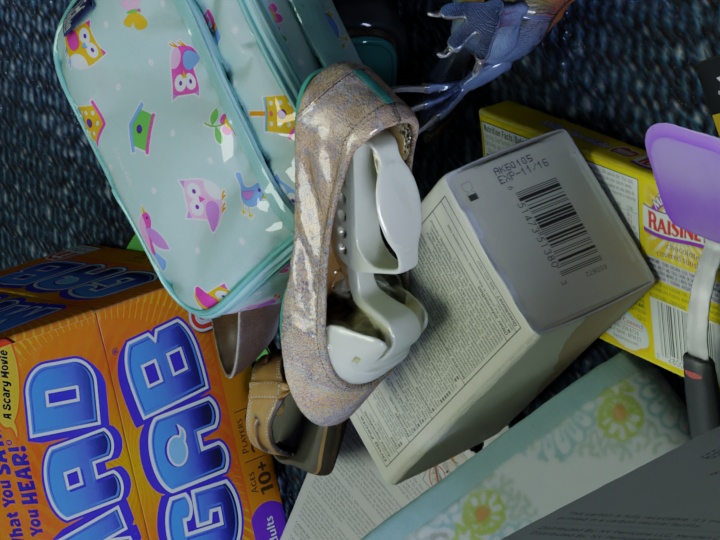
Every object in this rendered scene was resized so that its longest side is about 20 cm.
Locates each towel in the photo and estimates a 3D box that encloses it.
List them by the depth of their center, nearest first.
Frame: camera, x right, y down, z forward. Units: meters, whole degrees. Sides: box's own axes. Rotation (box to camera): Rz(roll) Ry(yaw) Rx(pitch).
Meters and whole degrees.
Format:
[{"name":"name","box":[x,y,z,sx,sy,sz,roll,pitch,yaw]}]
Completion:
[{"name":"towel","box":[0.104,0.160,1.265,0.171,0.200,0.048,56,-170,18]}]

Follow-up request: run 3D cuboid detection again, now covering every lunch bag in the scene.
[{"name":"lunch bag","box":[-0.069,-0.090,1.321,0.160,0.077,0.201,-40,73,44]}]

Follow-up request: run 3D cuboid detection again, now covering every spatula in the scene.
[{"name":"spatula","box":[0.158,0.023,1.182,0.056,0.021,0.201,22,127,44]}]

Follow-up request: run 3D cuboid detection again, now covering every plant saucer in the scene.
[{"name":"plant saucer","box":[-0.070,-0.039,1.490,0.200,0.032,0.201,175,90,-82]}]

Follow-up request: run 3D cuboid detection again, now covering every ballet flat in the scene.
[{"name":"ballet flat","box":[0.000,0.000,1.225,0.067,0.068,0.201,29,134,40]},{"name":"ballet flat","box":[-0.007,-0.080,1.404,0.073,0.073,0.200,49,150,31]}]

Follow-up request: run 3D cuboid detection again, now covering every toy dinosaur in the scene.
[{"name":"toy dinosaur","box":[0.069,-0.112,1.244,0.181,0.199,0.106,37,-126,-77]}]

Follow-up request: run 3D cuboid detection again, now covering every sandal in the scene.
[{"name":"sandal","box":[-0.044,0.072,1.502,0.200,0.054,0.082,-174,96,-74]}]

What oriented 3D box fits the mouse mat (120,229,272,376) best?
[{"name":"mouse mat","box":[-0.117,0.045,1.700,0.161,0.008,0.200,62,147,14]}]

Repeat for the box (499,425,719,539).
[{"name":"box","box":[0.183,0.153,1.067,0.199,0.200,0.131,-4,104,49]}]

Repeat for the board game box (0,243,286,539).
[{"name":"board game box","box":[-0.194,0.111,1.660,0.200,0.199,0.201,8,113,56]}]

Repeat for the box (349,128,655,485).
[{"name":"box","box":[0.056,0.022,1.290,0.095,0.078,0.200,61,150,12]}]

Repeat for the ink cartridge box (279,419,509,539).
[{"name":"ink cartridge box","box":[0.040,0.136,1.478,0.161,0.050,0.201,47,128,34]}]

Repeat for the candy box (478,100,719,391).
[{"name":"candy box","box":[0.130,-0.011,1.252,0.200,0.026,0.103,26,127,50]}]

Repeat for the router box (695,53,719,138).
[{"name":"router box","box":[0.236,-0.038,1.041,0.200,0.052,0.158,-19,91,60]}]
